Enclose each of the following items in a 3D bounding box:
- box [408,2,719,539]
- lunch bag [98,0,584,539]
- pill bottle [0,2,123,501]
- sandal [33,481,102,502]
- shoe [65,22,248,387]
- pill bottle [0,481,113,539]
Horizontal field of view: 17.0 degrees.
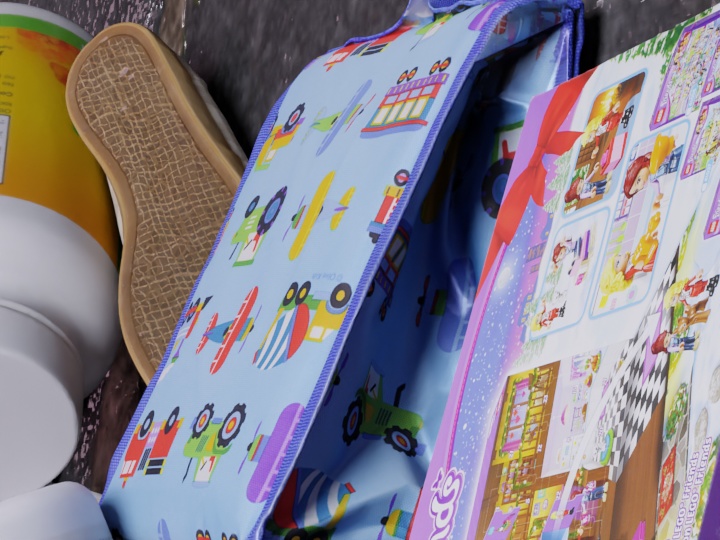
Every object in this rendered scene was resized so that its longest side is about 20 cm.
[{"bbox_3d":[0.065,0.035,0.570,0.137,0.039,0.201,-23,47,61],"label":"box"},{"bbox_3d":[0.000,0.000,0.753,0.150,0.093,0.202,-9,66,65],"label":"lunch bag"},{"bbox_3d":[-0.148,-0.007,0.963,0.201,0.110,0.111,-94,27,-49],"label":"pill bottle"},{"bbox_3d":[-0.108,0.110,0.934,0.059,0.079,0.207,-48,20,4],"label":"sandal"},{"bbox_3d":[-0.059,-0.013,0.907,0.070,0.053,0.201,-33,50,15],"label":"shoe"},{"bbox_3d":[-0.100,0.176,0.735,0.112,0.112,0.201,-29,80,58],"label":"pill bottle"}]
